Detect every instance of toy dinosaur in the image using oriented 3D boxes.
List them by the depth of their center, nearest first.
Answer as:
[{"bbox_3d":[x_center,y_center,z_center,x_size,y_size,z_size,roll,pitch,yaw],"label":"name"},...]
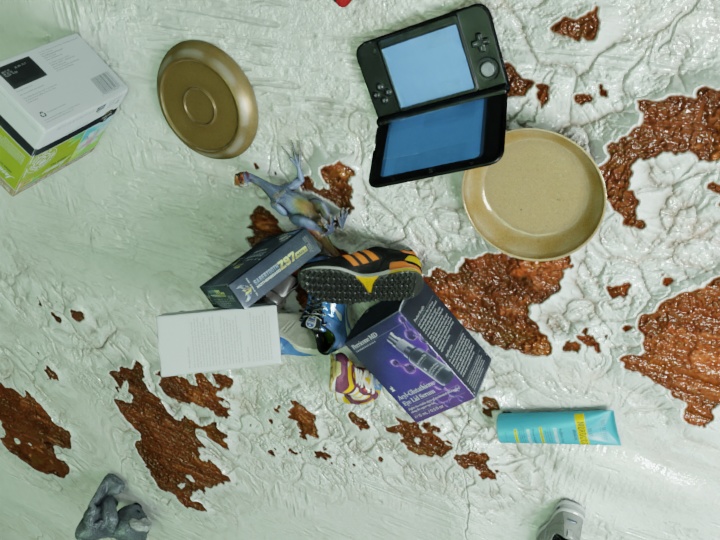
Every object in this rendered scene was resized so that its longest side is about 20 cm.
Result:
[{"bbox_3d":[-0.121,-0.100,1.073,0.180,0.105,0.202,19,130,20],"label":"toy dinosaur"}]

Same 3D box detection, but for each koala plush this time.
[{"bbox_3d":[-0.715,0.745,1.941,0.199,0.185,0.178,28,132,-7],"label":"koala plush"}]

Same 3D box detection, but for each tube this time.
[{"bbox_3d":[0.334,0.269,1.118,0.198,0.051,0.078,-7,125,26],"label":"tube"}]

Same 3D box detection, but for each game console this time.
[{"bbox_3d":[0.085,-0.226,0.865,0.198,0.117,0.177,-7,118,31],"label":"game console"}]

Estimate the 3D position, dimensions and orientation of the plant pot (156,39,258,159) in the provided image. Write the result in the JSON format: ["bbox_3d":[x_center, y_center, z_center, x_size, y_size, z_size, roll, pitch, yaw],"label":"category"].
[{"bbox_3d":[-0.260,-0.273,1.080,0.198,0.028,0.202,15,128,20],"label":"plant pot"}]

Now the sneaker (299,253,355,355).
[{"bbox_3d":[-0.062,0.063,1.152,0.078,0.089,0.202,9,123,37],"label":"sneaker"}]

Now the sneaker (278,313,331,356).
[{"bbox_3d":[-0.146,0.138,1.271,0.198,0.077,0.112,8,147,2],"label":"sneaker"}]

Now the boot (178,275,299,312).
[{"bbox_3d":[-0.224,0.054,1.201,0.198,0.176,0.069,19,169,-1],"label":"boot"}]

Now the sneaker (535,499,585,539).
[{"bbox_3d":[0.369,0.525,1.244,0.074,0.082,0.202,15,127,19],"label":"sneaker"}]

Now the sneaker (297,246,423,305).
[{"bbox_3d":[0.000,0.000,1.050,0.198,0.090,0.071,0,128,1],"label":"sneaker"}]

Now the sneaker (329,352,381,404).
[{"bbox_3d":[-0.006,0.198,1.199,0.089,0.076,0.200,0,160,5],"label":"sneaker"}]

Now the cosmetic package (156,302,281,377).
[{"bbox_3d":[-0.237,0.115,1.112,0.198,0.071,0.103,-5,92,-8],"label":"cosmetic package"}]

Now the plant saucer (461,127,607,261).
[{"bbox_3d":[0.241,-0.108,0.914,0.198,0.035,0.202,15,127,20],"label":"plant saucer"}]

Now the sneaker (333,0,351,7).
[{"bbox_3d":[0.042,-0.380,0.813,0.199,0.077,0.085,-26,112,39],"label":"sneaker"}]

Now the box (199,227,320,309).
[{"bbox_3d":[-0.171,-0.001,1.082,0.051,0.157,0.200,56,158,-13],"label":"box"}]

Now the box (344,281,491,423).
[{"bbox_3d":[0.098,0.137,1.114,0.200,0.104,0.148,47,131,-8],"label":"box"}]

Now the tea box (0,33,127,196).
[{"bbox_3d":[-0.542,-0.267,1.123,0.134,0.200,0.196,47,132,-9],"label":"tea box"}]
